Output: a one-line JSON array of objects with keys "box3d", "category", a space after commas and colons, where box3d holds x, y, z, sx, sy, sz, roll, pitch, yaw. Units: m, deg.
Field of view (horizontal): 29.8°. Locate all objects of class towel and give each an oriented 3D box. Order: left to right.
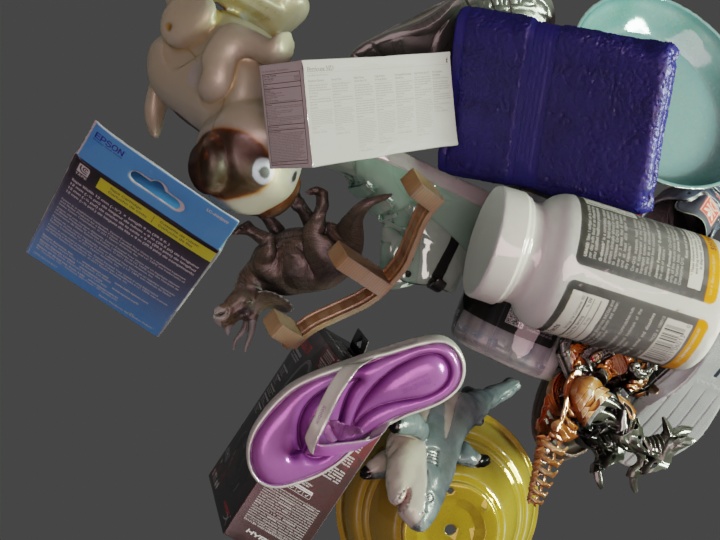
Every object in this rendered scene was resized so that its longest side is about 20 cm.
[{"box3d": [0.167, -0.138, 1.151, 0.199, 0.049, 0.149, 16, 108, 27], "category": "towel"}]

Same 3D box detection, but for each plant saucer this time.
[{"box3d": [0.268, -0.157, 1.225, 0.199, 0.036, 0.201, 10, 64, -21], "category": "plant saucer"}]

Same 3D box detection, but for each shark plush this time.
[{"box3d": [0.080, 0.160, 1.234, 0.083, 0.200, 0.091, 41, 124, 14], "category": "shark plush"}]

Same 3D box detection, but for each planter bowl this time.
[{"box3d": [0.078, 0.232, 1.269, 0.199, 0.083, 0.202, -1, 97, -5], "category": "planter bowl"}]

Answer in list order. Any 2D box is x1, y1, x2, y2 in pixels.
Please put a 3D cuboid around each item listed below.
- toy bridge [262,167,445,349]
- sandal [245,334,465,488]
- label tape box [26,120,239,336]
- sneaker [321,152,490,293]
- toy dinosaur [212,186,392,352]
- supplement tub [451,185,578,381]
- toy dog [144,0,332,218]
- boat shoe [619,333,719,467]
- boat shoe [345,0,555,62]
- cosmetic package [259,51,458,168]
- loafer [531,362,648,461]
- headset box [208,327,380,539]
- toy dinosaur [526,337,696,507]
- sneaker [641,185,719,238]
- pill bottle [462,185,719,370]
[{"box3d": [0.000, 0.000, 1.191, 0.200, 0.027, 0.067, -45, 133, 14], "category": "toy bridge"}, {"box3d": [-0.005, 0.113, 1.110, 0.202, 0.050, 0.083, -31, 104, -4], "category": "sandal"}, {"box3d": [-0.188, -0.046, 1.160, 0.143, 0.066, 0.200, 34, 137, -7], "category": "label tape box"}, {"box3d": [0.019, -0.049, 1.231, 0.199, 0.074, 0.119, 23, 89, -10], "category": "sneaker"}, {"box3d": [-0.050, -0.018, 1.226, 0.199, 0.077, 0.103, -26, 103, 12], "category": "toy dinosaur"}, {"box3d": [0.171, -0.010, 1.228, 0.122, 0.123, 0.201, 22, 95, -7], "category": "supplement tub"}, {"box3d": [-0.110, -0.142, 1.142, 0.193, 0.139, 0.201, -31, 58, 16], "category": "toy dog"}, {"box3d": [0.308, 0.102, 1.283, 0.072, 0.071, 0.200, 29, 114, -21], "category": "boat shoe"}, {"box3d": [0.078, -0.210, 1.228, 0.201, 0.065, 0.075, -23, 108, -4], "category": "boat shoe"}, {"box3d": [0.003, -0.134, 1.106, 0.050, 0.199, 0.083, 2, 100, 38], "category": "cosmetic package"}, {"box3d": [0.228, 0.091, 1.271, 0.073, 0.071, 0.201, 29, 94, -8], "category": "loafer"}, {"box3d": [-0.047, 0.144, 1.211, 0.077, 0.149, 0.201, 32, 94, -16], "category": "headset box"}, {"box3d": [0.204, 0.118, 1.183, 0.200, 0.102, 0.136, -44, 110, -1], "category": "toy dinosaur"}, {"box3d": [0.322, -0.063, 1.254, 0.200, 0.085, 0.075, -39, 99, 0], "category": "sneaker"}, {"box3d": [0.193, 0.003, 1.111, 0.199, 0.116, 0.117, 17, 95, -9], "category": "pill bottle"}]
